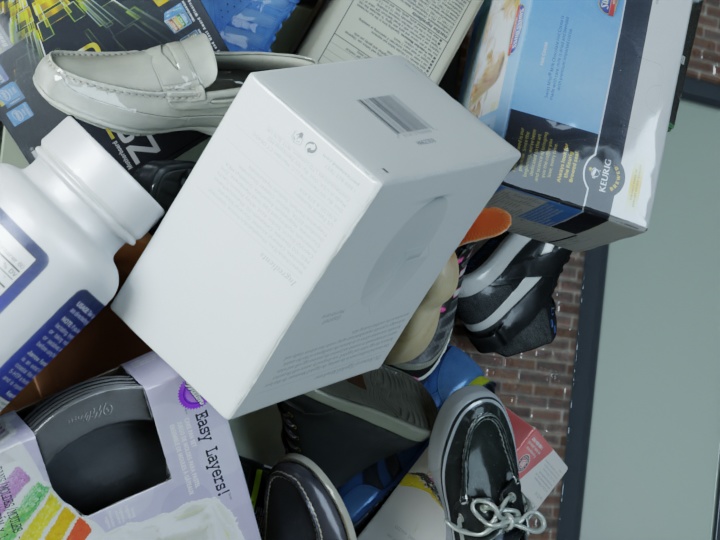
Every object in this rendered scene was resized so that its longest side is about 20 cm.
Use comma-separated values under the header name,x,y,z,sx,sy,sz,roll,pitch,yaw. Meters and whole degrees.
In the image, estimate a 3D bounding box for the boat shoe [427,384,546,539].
name,x,y,z,sx,sy,sz,roll,pitch,yaw
boat shoe,0.096,0.185,1.780,0.074,0.068,0.200,-9,112,-29

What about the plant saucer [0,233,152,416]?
name,x,y,z,sx,sy,sz,roll,pitch,yaw
plant saucer,-0.173,0.057,1.671,0.200,0.037,0.200,9,75,-36

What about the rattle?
name,x,y,z,sx,sy,sz,roll,pitch,yaw
rattle,0.000,0.000,1.757,0.143,0.200,0.130,6,72,-29

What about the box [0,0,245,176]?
name,x,y,z,sx,sy,sz,roll,pitch,yaw
box,-0.185,-0.156,1.625,0.161,0.049,0.200,-31,118,-4

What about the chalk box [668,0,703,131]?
name,x,y,z,sx,sy,sz,roll,pitch,yaw
chalk box,0.192,-0.186,1.990,0.125,0.124,0.200,25,76,-43

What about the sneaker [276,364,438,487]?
name,x,y,z,sx,sy,sz,roll,pitch,yaw
sneaker,-0.045,0.102,1.754,0.200,0.106,0.075,30,34,-34

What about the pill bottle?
name,x,y,z,sx,sy,sz,roll,pitch,yaw
pill bottle,-0.227,0.002,1.541,0.200,0.120,0.120,-45,125,-3

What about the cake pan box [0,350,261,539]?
name,x,y,z,sx,sy,sz,roll,pitch,yaw
cake pan box,-0.168,0.161,1.620,0.184,0.052,0.200,-23,119,-20

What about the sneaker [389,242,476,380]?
name,x,y,z,sx,sy,sz,roll,pitch,yaw
sneaker,0.054,-0.012,1.874,0.074,0.087,0.200,18,71,-1

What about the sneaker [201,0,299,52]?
name,x,y,z,sx,sy,sz,roll,pitch,yaw
sneaker,-0.081,-0.176,1.749,0.200,0.077,0.111,-28,106,-36

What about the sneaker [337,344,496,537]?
name,x,y,z,sx,sy,sz,roll,pitch,yaw
sneaker,0.019,0.141,1.892,0.200,0.078,0.066,-49,163,-13

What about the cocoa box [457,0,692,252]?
name,x,y,z,sx,sy,sz,roll,pitch,yaw
cocoa box,0.154,-0.131,1.813,0.131,0.133,0.200,16,78,-16

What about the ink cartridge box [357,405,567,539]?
name,x,y,z,sx,sy,sz,roll,pitch,yaw
ink cartridge box,0.067,0.201,1.878,0.200,0.067,0.116,-52,153,-6

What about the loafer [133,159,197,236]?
name,x,y,z,sx,sy,sz,roll,pitch,yaw
loafer,-0.120,-0.037,1.685,0.201,0.070,0.068,30,75,-67

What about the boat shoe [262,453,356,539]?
name,x,y,z,sx,sy,sz,roll,pitch,yaw
boat shoe,-0.045,0.235,1.753,0.063,0.073,0.200,-26,116,-46

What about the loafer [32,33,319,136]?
name,x,y,z,sx,sy,sz,roll,pitch,yaw
loafer,-0.120,-0.128,1.593,0.200,0.070,0.070,3,124,-31

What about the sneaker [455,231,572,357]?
name,x,y,z,sx,sy,sz,roll,pitch,yaw
sneaker,0.151,-0.005,2.003,0.200,0.073,0.112,-40,122,-26

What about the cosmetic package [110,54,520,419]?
name,x,y,z,sx,sy,sz,roll,pitch,yaw
cosmetic package,-0.029,-0.027,1.591,0.199,0.123,0.200,-15,141,-59

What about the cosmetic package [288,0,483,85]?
name,x,y,z,sx,sy,sz,roll,pitch,yaw
cosmetic package,0.002,-0.154,1.808,0.103,0.087,0.200,35,66,-13

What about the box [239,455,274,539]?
name,x,y,z,sx,sy,sz,roll,pitch,yaw
box,-0.120,0.231,1.760,0.193,0.047,0.200,22,77,-40
